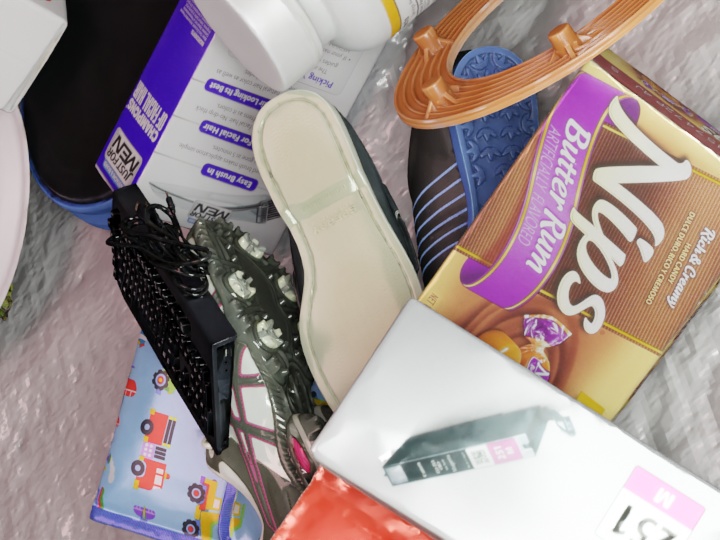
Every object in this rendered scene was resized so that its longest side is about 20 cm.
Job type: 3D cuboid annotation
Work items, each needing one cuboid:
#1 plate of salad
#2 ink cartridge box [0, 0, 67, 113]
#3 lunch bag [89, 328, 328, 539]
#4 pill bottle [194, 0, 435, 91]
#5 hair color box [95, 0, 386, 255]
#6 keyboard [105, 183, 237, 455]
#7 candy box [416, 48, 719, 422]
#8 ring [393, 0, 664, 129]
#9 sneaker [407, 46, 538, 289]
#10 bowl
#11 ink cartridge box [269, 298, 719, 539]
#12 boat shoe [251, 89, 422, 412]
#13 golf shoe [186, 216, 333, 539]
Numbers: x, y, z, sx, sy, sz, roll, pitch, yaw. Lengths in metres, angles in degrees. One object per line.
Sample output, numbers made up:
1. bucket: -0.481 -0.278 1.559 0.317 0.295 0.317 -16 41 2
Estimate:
1. plate of salad: -0.271 -0.039 1.734 0.200 0.048 0.201 -14 72 51
2. ink cartridge box: -0.279 -0.213 1.679 0.084 0.146 0.200 -52 28 23
3. lunch bag: -0.037 0.098 1.426 0.200 0.094 0.151 13 87 36
4. pill bottle: 0.007 -0.191 1.357 0.200 0.113 0.113 -41 43 -10
5. hair color box: -0.061 -0.118 1.474 0.200 0.109 0.065 -61 36 15
6. keyboard: -0.116 0.013 1.365 0.200 0.040 0.104 -131 39 -56
7. candy box: 0.108 0.005 1.248 0.117 0.056 0.200 38 109 7
8. ring: 0.097 -0.142 1.286 0.200 0.019 0.201 -32 20 13
9. sneaker: 0.063 -0.019 1.354 0.078 0.070 0.201 167 104 -73
10. bowl: -0.155 -0.127 1.638 0.200 0.039 0.201 -16 69 45
11. ink cartridge box: 0.060 0.139 1.201 0.200 0.044 0.174 32 81 9
12. boat shoe: -0.002 0.001 1.356 0.074 0.066 0.200 -27 76 15
13. golf shoe: -0.060 0.066 1.360 0.088 0.077 0.200 -34 70 25
